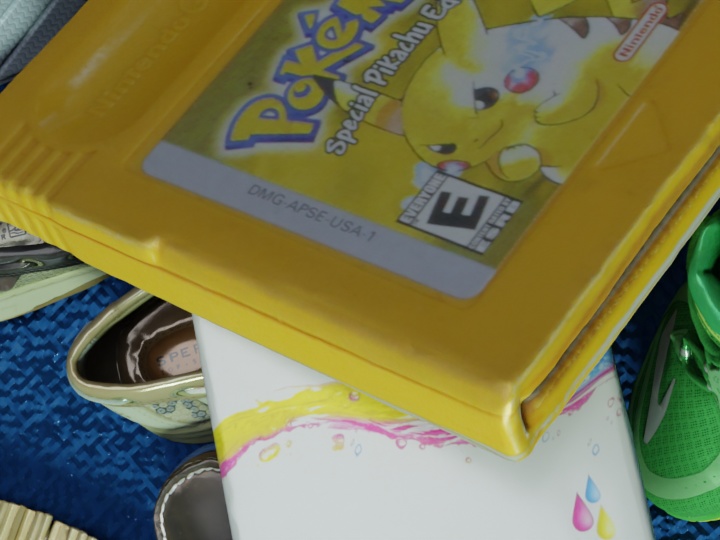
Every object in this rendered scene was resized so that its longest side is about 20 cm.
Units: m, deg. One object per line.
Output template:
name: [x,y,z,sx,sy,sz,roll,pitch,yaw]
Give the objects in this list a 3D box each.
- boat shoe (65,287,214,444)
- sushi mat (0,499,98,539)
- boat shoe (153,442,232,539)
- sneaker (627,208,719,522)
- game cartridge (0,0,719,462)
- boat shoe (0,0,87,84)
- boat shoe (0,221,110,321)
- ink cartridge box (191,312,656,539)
boat shoe: [0.000,0.000,0.758,0.200,0.063,0.073,-30,73,14]
sushi mat: [-0.138,0.179,0.815,0.096,0.012,0.200,21,91,23]
boat shoe: [-0.002,0.132,0.738,0.072,0.072,0.200,-46,71,10]
sneaker: [0.117,0.004,0.669,0.074,0.084,0.200,58,144,25]
game cartridge: [0.009,-0.054,0.662,0.200,0.032,0.176,24,61,29]
boat shoe: [-0.095,-0.153,0.819,0.062,0.072,0.200,37,88,36]
boat shoe: [-0.082,-0.036,0.792,0.200,0.065,0.073,-27,73,15]
ink cartridge box: [0.017,0.037,0.680,0.116,0.067,0.200,-13,78,5]
